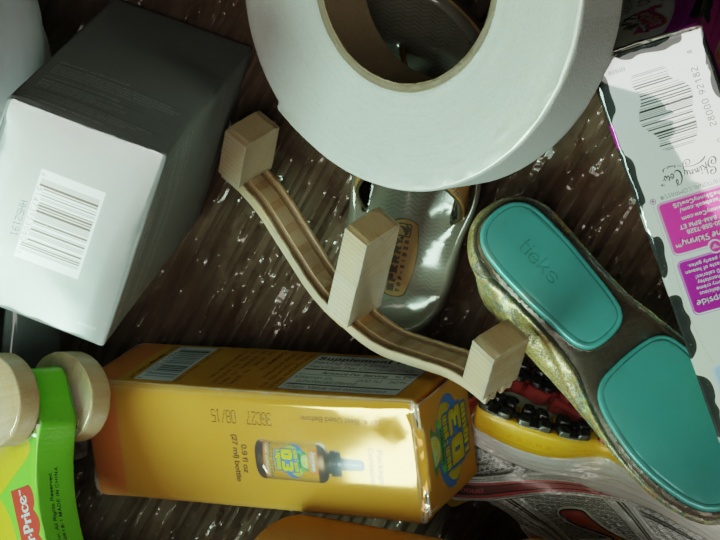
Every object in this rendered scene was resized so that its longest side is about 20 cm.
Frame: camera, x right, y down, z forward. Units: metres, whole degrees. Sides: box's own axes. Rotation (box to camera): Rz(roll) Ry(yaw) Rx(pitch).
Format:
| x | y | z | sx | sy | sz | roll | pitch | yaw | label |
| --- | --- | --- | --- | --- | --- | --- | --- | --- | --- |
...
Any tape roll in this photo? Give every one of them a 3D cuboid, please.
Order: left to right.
| x | y | z | sx | sy | sz | roll | pitch | yaw | label |
| --- | --- | --- | --- | --- | --- | --- | --- | --- | --- |
| 0.031 | -0.138 | 1.397 | 0.202 | 0.037 | 0.204 | 5 | 99 | 36 | tape roll |

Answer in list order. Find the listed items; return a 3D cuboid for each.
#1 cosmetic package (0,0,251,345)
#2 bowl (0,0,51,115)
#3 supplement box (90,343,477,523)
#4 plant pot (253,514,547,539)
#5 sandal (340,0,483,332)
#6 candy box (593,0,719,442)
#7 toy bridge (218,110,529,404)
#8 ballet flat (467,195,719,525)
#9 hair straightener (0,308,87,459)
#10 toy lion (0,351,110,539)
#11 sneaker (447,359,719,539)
| x | y | z | sx | sy | sz | roll | pitch | yaw | label |
| --- | --- | --- | --- | --- | --- | --- | --- | --- | --- |
| -0.122 | -0.053 | 1.462 | 0.090 | 0.200 | 0.107 | 20 | 109 | 1 | cosmetic package |
| -0.218 | -0.098 | 1.499 | 0.200 | 0.090 | 0.202 | -10 | 76 | 45 | bowl |
| -0.042 | 0.081 | 1.537 | 0.199 | 0.069 | 0.067 | 4 | 110 | 29 | supplement box |
| 0.023 | 0.209 | 1.467 | 0.183 | 0.200 | 0.201 | 22 | 114 | 31 | plant pot |
| 0.021 | -0.051 | 1.506 | 0.081 | 0.055 | 0.201 | 14 | 117 | 6 | sandal |
| 0.174 | -0.037 | 1.448 | 0.061 | 0.136 | 0.201 | -17 | 105 | 17 | candy box |
| 0.000 | 0.000 | 1.502 | 0.200 | 0.027 | 0.067 | 40 | 142 | 24 | toy bridge |
| 0.126 | 0.048 | 1.504 | 0.071 | 0.071 | 0.200 | -45 | 76 | 21 | ballet flat |
| -0.176 | 0.100 | 1.556 | 0.041 | 0.077 | 0.201 | 8 | 85 | -32 | hair straightener |
| -0.202 | 0.132 | 1.529 | 0.191 | 0.068 | 0.201 | -23 | 76 | 40 | toy lion |
| 0.132 | 0.116 | 1.550 | 0.199 | 0.078 | 0.083 | 23 | 119 | 10 | sneaker |
